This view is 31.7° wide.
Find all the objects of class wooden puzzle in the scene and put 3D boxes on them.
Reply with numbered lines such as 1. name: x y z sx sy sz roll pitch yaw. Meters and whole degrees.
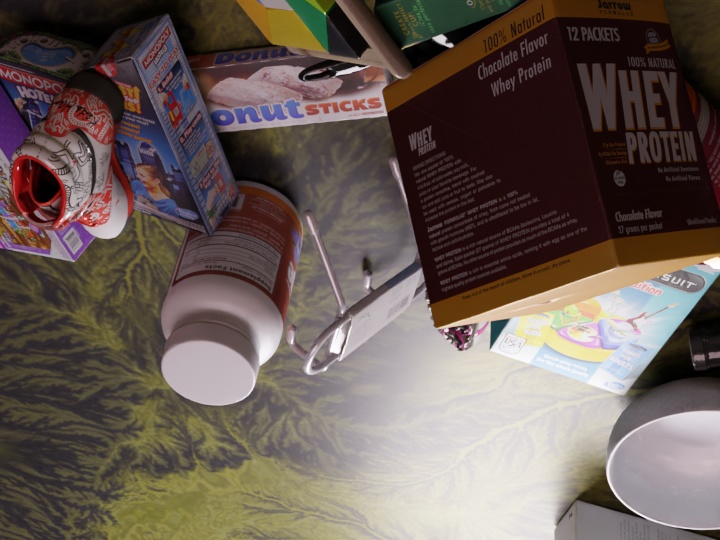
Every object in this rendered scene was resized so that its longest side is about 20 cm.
1. wooden puzzle: -0.065 -0.219 0.947 0.037 0.200 0.185 -48 124 -9

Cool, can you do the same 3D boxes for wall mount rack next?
1. wall mount rack: 0.000 0.000 1.171 0.074 0.200 0.174 38 140 20

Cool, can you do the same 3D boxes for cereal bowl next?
1. cereal bowl: 0.356 0.179 1.321 0.198 0.084 0.201 4 135 4

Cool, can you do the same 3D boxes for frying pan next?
1. frying pan: 0.055 -0.181 1.046 0.189 0.031 0.115 -24 142 28

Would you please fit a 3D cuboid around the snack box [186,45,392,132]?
1. snack box: -0.072 -0.160 1.105 0.198 0.024 0.072 -4 135 13

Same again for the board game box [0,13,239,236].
1. board game box: -0.212 -0.143 1.096 0.199 0.062 0.201 19 144 14

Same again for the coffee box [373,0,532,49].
1. coffee box: 0.110 -0.241 0.932 0.199 0.123 0.044 -17 129 22

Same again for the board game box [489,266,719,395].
1. board game box: 0.232 0.024 1.218 0.150 0.047 0.201 18 134 -9

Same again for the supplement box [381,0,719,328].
1. supplement box: 0.144 -0.080 0.969 0.132 0.201 0.197 -6 169 -39

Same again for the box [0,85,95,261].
1. box: -0.345 -0.099 1.166 0.136 0.039 0.201 9 140 34

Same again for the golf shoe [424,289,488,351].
1. golf shoe: 0.113 -0.009 1.177 0.092 0.073 0.201 -24 137 -27

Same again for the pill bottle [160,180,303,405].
1. pill bottle: -0.120 0.021 1.164 0.111 0.201 0.113 5 135 5

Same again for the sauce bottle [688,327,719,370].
1. sauce bottle: 0.419 0.065 1.215 0.199 0.066 0.066 -11 131 19

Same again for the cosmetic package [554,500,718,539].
1. cosmetic package: 0.330 0.352 1.480 0.199 0.102 0.071 17 135 -6

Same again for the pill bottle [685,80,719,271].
1. pill bottle: 0.288 -0.072 1.071 0.199 0.113 0.113 34 129 -22

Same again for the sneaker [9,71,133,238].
1. sneaker: -0.246 -0.066 1.069 0.067 0.108 0.202 24 146 7
